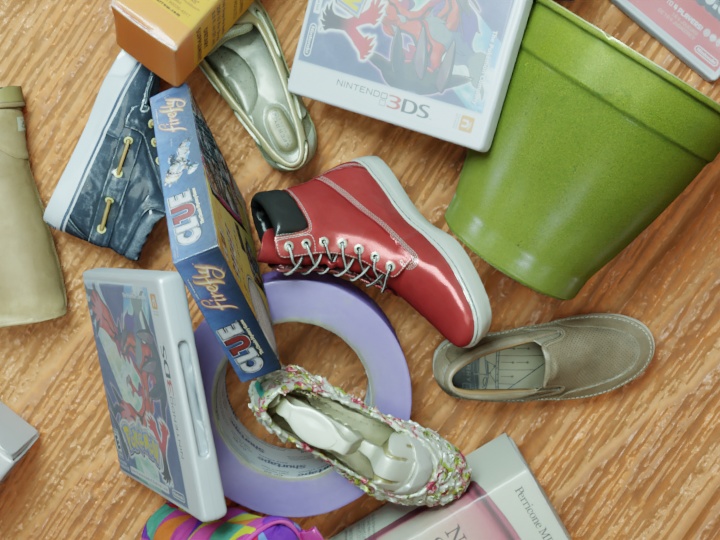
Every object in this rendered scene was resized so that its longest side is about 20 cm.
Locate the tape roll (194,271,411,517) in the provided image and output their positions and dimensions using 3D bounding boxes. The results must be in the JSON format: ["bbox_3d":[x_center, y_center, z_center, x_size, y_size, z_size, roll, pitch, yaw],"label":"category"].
[{"bbox_3d":[-0.056,0.102,0.869,0.198,0.085,0.202,0,96,-2],"label":"tape roll"}]

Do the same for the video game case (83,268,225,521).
[{"bbox_3d":[-0.171,0.091,0.809,0.023,0.199,0.184,-13,98,-29],"label":"video game case"}]

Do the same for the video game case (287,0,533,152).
[{"bbox_3d":[0.044,-0.213,0.776,0.181,0.023,0.202,21,102,24],"label":"video game case"}]

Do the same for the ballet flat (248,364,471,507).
[{"bbox_3d":[-0.001,0.141,0.802,0.198,0.064,0.076,25,95,-5],"label":"ballet flat"}]

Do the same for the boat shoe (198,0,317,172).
[{"bbox_3d":[-0.099,-0.175,0.846,0.073,0.063,0.202,-26,97,2],"label":"boat shoe"}]

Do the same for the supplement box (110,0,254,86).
[{"bbox_3d":[-0.110,-0.246,0.799,0.068,0.067,0.201,34,71,3],"label":"supplement box"}]

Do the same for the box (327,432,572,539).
[{"bbox_3d":[0.083,0.257,0.878,0.199,0.109,0.129,-32,96,3],"label":"box"}]

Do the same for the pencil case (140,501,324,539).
[{"bbox_3d":[-0.111,0.236,0.832,0.088,0.199,0.089,4,83,-34],"label":"pencil case"}]

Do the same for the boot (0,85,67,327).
[{"bbox_3d":[-0.352,-0.047,0.855,0.173,0.066,0.202,-7,98,0],"label":"boot"}]

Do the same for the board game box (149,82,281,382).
[{"bbox_3d":[-0.113,-0.033,0.774,0.034,0.201,0.136,-20,134,1],"label":"board game box"}]

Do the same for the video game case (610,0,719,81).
[{"bbox_3d":[0.312,-0.287,0.866,0.143,0.017,0.201,37,94,-5],"label":"video game case"}]

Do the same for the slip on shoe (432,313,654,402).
[{"bbox_3d":[0.163,0.080,0.883,0.198,0.061,0.077,-2,97,-1],"label":"slip on shoe"}]

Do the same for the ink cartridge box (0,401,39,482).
[{"bbox_3d":[-0.401,0.180,0.870,0.145,0.084,0.200,40,95,-5],"label":"ink cartridge box"}]

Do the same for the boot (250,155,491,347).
[{"bbox_3d":[0.000,0.000,0.802,0.143,0.073,0.200,-21,57,-32],"label":"boot"}]

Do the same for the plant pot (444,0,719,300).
[{"bbox_3d":[0.168,-0.089,0.812,0.199,0.201,0.194,31,107,-5],"label":"plant pot"}]

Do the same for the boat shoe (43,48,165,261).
[{"bbox_3d":[-0.186,-0.111,0.855,0.090,0.071,0.202,25,98,-12],"label":"boat shoe"}]

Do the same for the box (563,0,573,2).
[{"bbox_3d":[0.096,-0.294,0.839,0.198,0.060,0.118,4,96,-1],"label":"box"}]
